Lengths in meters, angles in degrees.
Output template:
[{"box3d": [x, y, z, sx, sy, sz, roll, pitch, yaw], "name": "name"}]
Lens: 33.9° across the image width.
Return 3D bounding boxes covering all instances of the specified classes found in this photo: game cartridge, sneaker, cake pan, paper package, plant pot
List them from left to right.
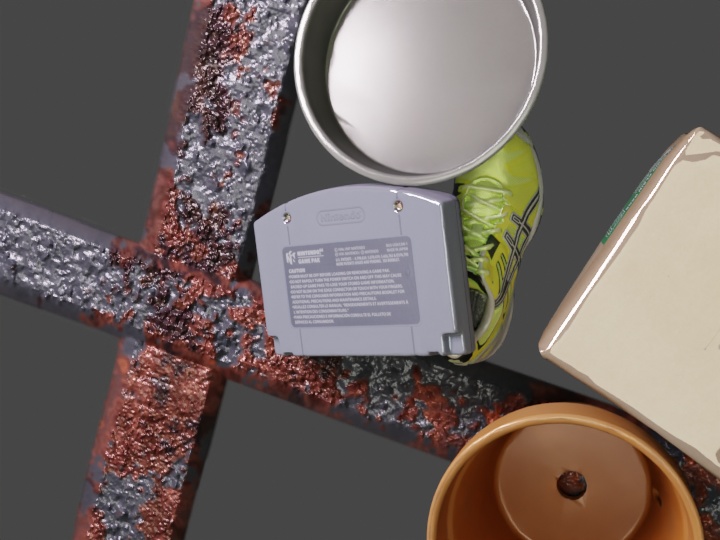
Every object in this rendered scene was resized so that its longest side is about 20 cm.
[{"box3d": [0.000, 0.000, 0.925, 0.199, 0.040, 0.135, -3, 99, 41], "name": "game cartridge"}, {"box3d": [0.047, -0.162, 0.899, 0.198, 0.037, 0.203, -2, 85, 18], "name": "cake pan"}, {"box3d": [0.099, -0.021, 0.918, 0.075, 0.076, 0.202, 7, 101, 14], "name": "sneaker"}, {"box3d": [0.159, 0.187, 0.911, 0.198, 0.140, 0.202, 2, 101, 12], "name": "plant pot"}, {"box3d": [0.258, 0.027, 0.862, 0.190, 0.103, 0.201, 35, 99, 5], "name": "paper package"}]
